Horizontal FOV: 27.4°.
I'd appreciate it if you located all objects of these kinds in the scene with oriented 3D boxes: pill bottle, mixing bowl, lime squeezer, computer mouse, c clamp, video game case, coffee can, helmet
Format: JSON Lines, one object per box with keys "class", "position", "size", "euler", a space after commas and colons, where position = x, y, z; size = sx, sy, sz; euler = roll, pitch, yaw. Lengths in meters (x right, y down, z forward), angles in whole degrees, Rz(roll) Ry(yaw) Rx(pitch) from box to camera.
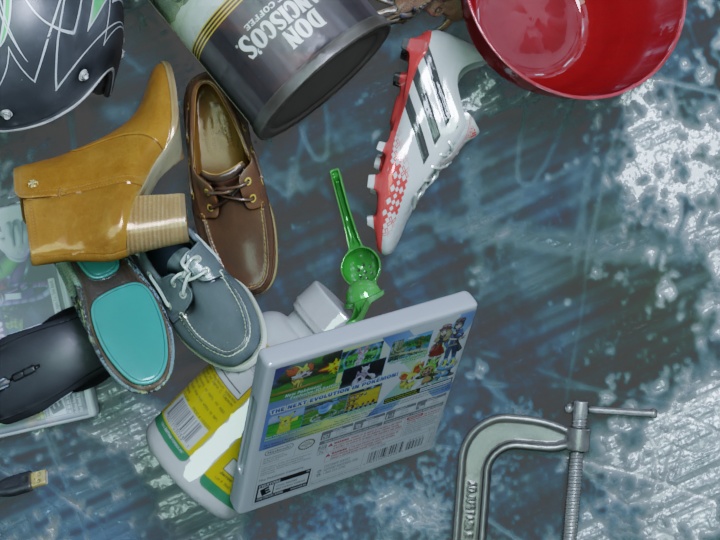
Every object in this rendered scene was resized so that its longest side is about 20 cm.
{"class": "pill bottle", "position": [-0.080, 0.108, 1.277], "size": [0.113, 0.113, 0.200], "euler": [45, 93, -1]}
{"class": "mixing bowl", "position": [0.162, -0.228, 1.248], "size": [0.198, 0.108, 0.203], "euler": [3, 80, -15]}
{"class": "lime squeezer", "position": [0.000, 0.000, 1.265], "size": [0.037, 0.201, 0.071], "euler": [-6, 132, 0]}
{"class": "computer mouse", "position": [-0.290, 0.119, 1.292], "size": [0.198, 0.046, 0.142], "euler": [-20, 90, 2]}
{"class": "c clamp", "position": [0.166, 0.209, 1.317], "size": [0.169, 0.027, 0.202], "euler": [10, 92, 1]}
{"class": "video game case", "position": [-0.344, 0.052, 1.325], "size": [0.180, 0.023, 0.202], "euler": [-12, 92, 2]}
{"class": "coffee can", "position": [-0.092, -0.233, 1.242], "size": [0.146, 0.146, 0.200], "euler": [-40, 87, 2]}
{"class": "video game case", "position": [-0.007, 0.110, 1.221], "size": [0.198, 0.183, 0.022], "euler": [-14, 48, -29]}
{"class": "helmet", "position": [-0.289, -0.214, 1.229], "size": [0.198, 0.191, 0.203], "euler": [0, 91, 2]}

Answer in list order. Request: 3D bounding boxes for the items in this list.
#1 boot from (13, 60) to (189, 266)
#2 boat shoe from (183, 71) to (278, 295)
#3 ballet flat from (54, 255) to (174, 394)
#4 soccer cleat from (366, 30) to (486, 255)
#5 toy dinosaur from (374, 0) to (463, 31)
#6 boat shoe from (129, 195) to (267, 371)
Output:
{"class": "boot", "position": [-0.221, -0.095, 1.249], "size": [0.142, 0.071, 0.203], "euler": [-4, 55, -5]}
{"class": "boat shoe", "position": [-0.119, -0.075, 1.293], "size": [0.071, 0.068, 0.202], "euler": [-12, 92, 2]}
{"class": "ballet flat", "position": [-0.215, 0.024, 1.264], "size": [0.074, 0.074, 0.201], "euler": [-27, 70, 2]}
{"class": "soccer cleat", "position": [0.058, -0.109, 1.290], "size": [0.084, 0.069, 0.202], "euler": [13, 88, 3]}
{"class": "toy dinosaur", "position": [0.002, -0.280, 1.282], "size": [0.198, 0.086, 0.137], "euler": [21, 129, 16]}
{"class": "boat shoe", "position": [-0.152, 0.006, 1.256], "size": [0.073, 0.062, 0.200], "euler": [-40, 60, 2]}
